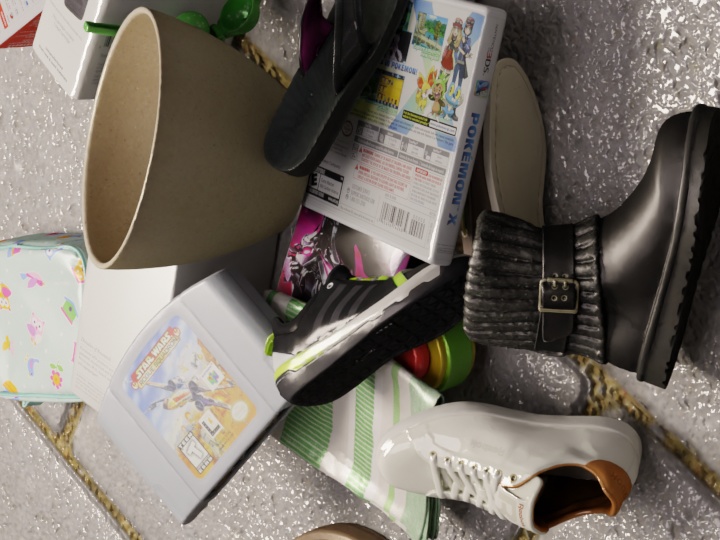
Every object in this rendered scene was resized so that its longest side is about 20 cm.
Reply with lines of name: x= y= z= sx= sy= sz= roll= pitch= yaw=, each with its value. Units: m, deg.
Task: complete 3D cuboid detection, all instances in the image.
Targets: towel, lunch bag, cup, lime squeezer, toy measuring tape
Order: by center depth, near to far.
cup: x=-0.120 y=-0.090 z=1.572 sx=0.200 sy=0.142 sz=0.202 roll=-170 pitch=90 yaw=-69
toy measuring tape: x=0.045 y=0.091 z=1.574 sx=0.073 sy=0.073 sz=0.201 roll=39 pitch=129 yaw=34
towel: x=-0.009 y=0.114 z=1.592 sx=0.199 sy=0.023 sz=0.154 roll=34 pitch=135 yaw=39
lime squeezer: x=-0.122 y=-0.209 z=1.631 sx=0.038 sy=0.199 sz=0.071 roll=60 pitch=170 yaw=27
lunch bag: x=-0.286 y=0.048 z=1.900 sx=0.199 sy=0.077 sz=0.162 roll=0 pitch=99 yaw=46

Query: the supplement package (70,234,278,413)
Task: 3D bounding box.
supplement package: x=-0.159 y=0.028 z=1.735 sx=0.117 sy=0.116 sz=0.202 roll=30 pitch=119 yaw=38

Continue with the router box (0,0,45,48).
router box: x=-0.302 y=-0.331 z=1.858 sx=0.179 sy=0.049 sz=0.202 roll=-26 pitch=80 yaw=46

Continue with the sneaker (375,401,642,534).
sneaker: x=0.098 y=0.145 z=1.456 sx=0.198 sy=0.085 sz=0.073 roll=-4 pitch=124 yaw=21

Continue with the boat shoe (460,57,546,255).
boat shoe: x=0.100 y=-0.053 z=1.483 sx=0.059 sy=0.072 sz=0.202 roll=1 pitch=105 yaw=43

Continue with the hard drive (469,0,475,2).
hard drive: x=0.041 y=-0.275 z=1.529 sx=0.131 sy=0.026 sz=0.202 roll=23 pitch=115 yaw=41

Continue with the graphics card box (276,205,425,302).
graphics card box: x=0.000 y=0.000 z=1.611 sx=0.125 sy=0.051 sz=0.201 roll=40 pitch=124 yaw=34

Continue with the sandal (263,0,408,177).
sandal: x=-0.019 y=-0.166 z=1.480 sx=0.075 sy=0.048 sz=0.202 roll=25 pitch=90 yaw=48

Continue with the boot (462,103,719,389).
boot: x=0.155 y=-0.027 z=1.379 sx=0.157 sy=0.079 sz=0.213 roll=17 pitch=113 yaw=15

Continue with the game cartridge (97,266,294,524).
game cartridge: x=-0.130 y=0.097 z=1.633 sx=0.133 sy=0.041 sz=0.200 roll=46 pitch=123 yaw=9

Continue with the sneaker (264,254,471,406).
sneaker: x=0.000 y=0.025 z=1.501 sx=0.199 sy=0.071 sz=0.083 roll=-33 pitch=60 yaw=28

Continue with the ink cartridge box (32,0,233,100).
ink cartridge box: x=-0.167 y=-0.246 z=1.663 sx=0.083 sy=0.144 sz=0.201 roll=48 pitch=129 yaw=36

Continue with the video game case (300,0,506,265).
video game case: x=0.026 y=-0.116 z=1.489 sx=0.200 sy=0.022 sz=0.184 roll=26 pitch=106 yaw=56

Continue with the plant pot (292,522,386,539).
plant pot: x=-0.029 y=0.317 z=1.678 sx=0.200 sy=0.092 sz=0.203 roll=11 pitch=106 yaw=43
